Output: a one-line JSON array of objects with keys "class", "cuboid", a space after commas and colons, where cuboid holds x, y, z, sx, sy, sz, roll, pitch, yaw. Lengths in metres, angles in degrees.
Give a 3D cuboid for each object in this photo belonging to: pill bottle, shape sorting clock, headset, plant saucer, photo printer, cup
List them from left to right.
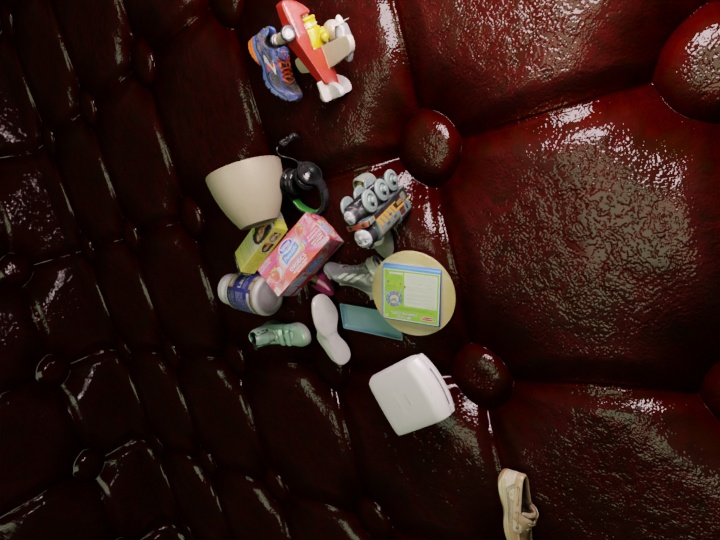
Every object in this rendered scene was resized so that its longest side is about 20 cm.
[{"class": "pill bottle", "cuboid": [-0.331, 0.065, 1.549, 0.197, 0.115, 0.118, 6, 112, 40]}, {"class": "cup", "cuboid": [-0.278, -0.188, 1.325, 0.198, 0.198, 0.146, -18, 91, 44]}, {"class": "headset", "cuboid": [-0.143, -0.237, 1.298, 0.122, 0.094, 0.203, -10, 116, 44]}, {"class": "plant saucer", "cuboid": [0.028, 0.125, 1.315, 0.197, 0.019, 0.072, 7, 112, 42]}, {"class": "photo printer", "cuboid": [0.127, 0.300, 1.260, 0.199, 0.069, 0.168, -36, 82, 45]}, {"class": "shape sorting clock", "cuboid": [0.119, 0.053, 1.170, 0.196, 0.039, 0.205, 8, 109, 22]}]

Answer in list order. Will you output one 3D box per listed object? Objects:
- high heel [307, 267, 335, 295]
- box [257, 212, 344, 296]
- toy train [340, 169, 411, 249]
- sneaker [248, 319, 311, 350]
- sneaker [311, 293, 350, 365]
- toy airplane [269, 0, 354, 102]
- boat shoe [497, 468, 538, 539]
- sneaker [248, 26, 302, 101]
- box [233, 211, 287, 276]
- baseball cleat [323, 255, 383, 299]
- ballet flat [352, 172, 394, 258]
[{"class": "high heel", "cuboid": [-0.159, 0.013, 1.382, 0.199, 0.095, 0.068, 36, 129, 26]}, {"class": "box", "cuboid": [-0.149, -0.037, 1.297, 0.200, 0.099, 0.096, -47, 75, 14]}, {"class": "toy train", "cuboid": [0.036, -0.129, 1.083, 0.084, 0.200, 0.116, -13, 114, 38]}, {"class": "sneaker", "cuboid": [-0.240, 0.201, 1.522, 0.197, 0.117, 0.075, 3, 108, 40]}, {"class": "sneaker", "cuboid": [-0.097, 0.160, 1.410, 0.088, 0.074, 0.204, 1, 113, 58]}, {"class": "toy airplane", "cuboid": [-0.079, -0.464, 1.101, 0.198, 0.142, 0.200, 34, 166, 16]}, {"class": "boat shoe", "cuboid": [0.357, 0.544, 1.152, 0.064, 0.071, 0.204, -7, 101, 44]}, {"class": "sneaker", "cuboid": [-0.195, -0.486, 1.225, 0.078, 0.075, 0.202, -37, 83, 41]}, {"class": "box", "cuboid": [-0.281, -0.077, 1.448, 0.200, 0.049, 0.076, -48, 52, 30]}, {"class": "baseball cleat", "cuboid": [0.000, 0.000, 1.263, 0.197, 0.069, 0.109, 24, 117, 22]}, {"class": "ballet flat", "cuboid": [0.023, -0.118, 1.184, 0.066, 0.063, 0.204, -4, 105, 43]}]
